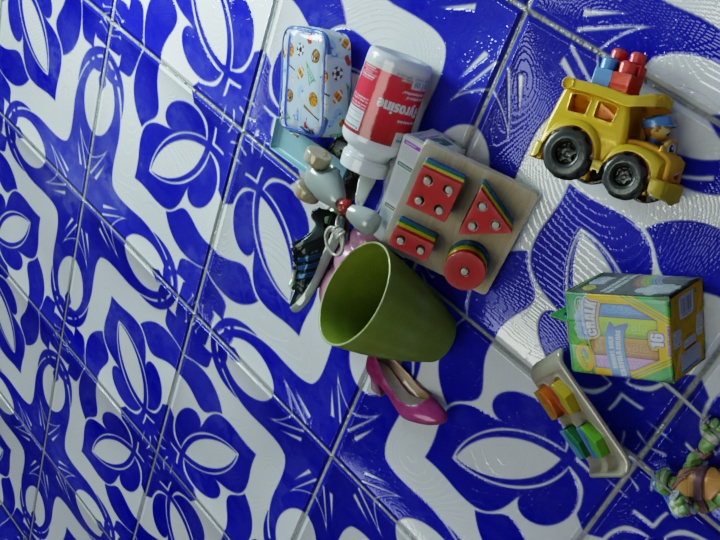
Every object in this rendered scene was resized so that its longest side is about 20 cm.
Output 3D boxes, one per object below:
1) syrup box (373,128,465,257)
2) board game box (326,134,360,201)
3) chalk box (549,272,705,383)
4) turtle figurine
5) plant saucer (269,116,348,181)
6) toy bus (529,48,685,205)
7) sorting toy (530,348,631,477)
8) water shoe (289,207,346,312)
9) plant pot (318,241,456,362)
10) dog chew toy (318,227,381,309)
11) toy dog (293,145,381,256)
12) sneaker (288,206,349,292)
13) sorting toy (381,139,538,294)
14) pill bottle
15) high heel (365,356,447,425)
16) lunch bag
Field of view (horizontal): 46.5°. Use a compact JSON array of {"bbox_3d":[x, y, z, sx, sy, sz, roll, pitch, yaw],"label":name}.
[{"bbox_3d":[0.098,-0.132,1.423,0.081,0.078,0.201,37,125,29],"label":"syrup box"},{"bbox_3d":[-0.007,-0.210,1.535,0.200,0.023,0.105,-42,72,43],"label":"board game box"},{"bbox_3d":[0.374,0.077,1.205,0.199,0.124,0.125,2,105,43],"label":"chalk box"},{"bbox_3d":[0.484,0.276,1.154,0.193,0.144,0.202,1,108,38],"label":"turtle figurine"},{"bbox_3d":[-0.097,-0.218,1.590,0.200,0.019,0.070,37,126,28],"label":"plant saucer"},{"bbox_3d":[0.359,-0.199,1.141,0.199,0.135,0.194,27,105,31],"label":"toy bus"},{"bbox_3d":[0.327,0.226,1.287,0.201,0.036,0.185,61,173,12],"label":"sorting toy"},{"bbox_3d":[-0.098,-0.022,1.548,0.078,0.072,0.201,26,99,-5],"label":"water shoe"},{"bbox_3d":[0.062,0.078,1.433,0.187,0.199,0.188,-36,39,36],"label":"plant pot"},{"bbox_3d":[0.000,0.000,1.535,0.124,0.124,0.201,34,116,30],"label":"dog chew toy"},{"bbox_3d":[-0.029,-0.133,1.472,0.132,0.096,0.201,-44,71,40],"label":"toy dog"},{"bbox_3d":[-0.086,-0.031,1.607,0.067,0.089,0.201,44,135,25],"label":"sneaker"},{"bbox_3d":[0.151,-0.072,1.338,0.197,0.070,0.201,25,120,3],"label":"sorting toy"},{"bbox_3d":[0.036,-0.261,1.396,0.112,0.112,0.201,33,114,31],"label":"pill bottle"},{"bbox_3d":[0.085,0.211,1.556,0.200,0.067,0.097,30,134,48],"label":"high heel"},{"bbox_3d":[-0.089,-0.340,1.526,0.160,0.075,0.202,26,117,44],"label":"lunch bag"}]
